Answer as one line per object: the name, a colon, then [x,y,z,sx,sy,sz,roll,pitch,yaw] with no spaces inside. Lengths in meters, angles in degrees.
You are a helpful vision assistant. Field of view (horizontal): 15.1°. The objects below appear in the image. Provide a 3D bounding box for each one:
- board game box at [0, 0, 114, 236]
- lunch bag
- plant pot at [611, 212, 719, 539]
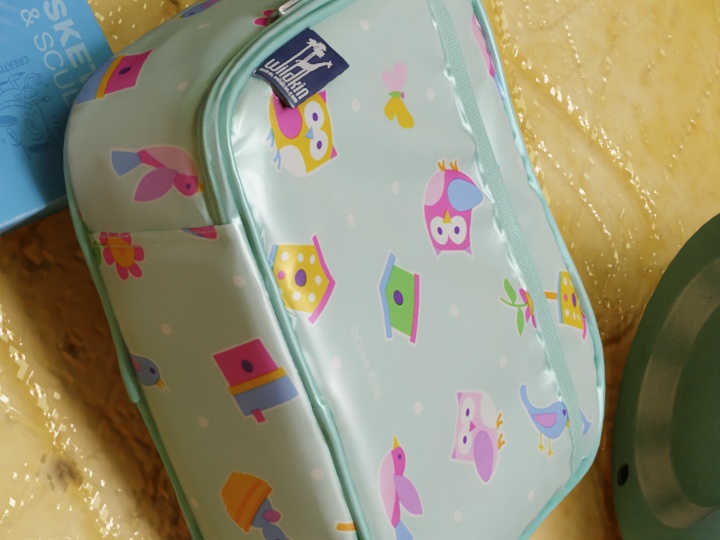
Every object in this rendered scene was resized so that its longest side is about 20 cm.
board game box: [-0.161,-0.093,0.783,0.153,0.040,0.201,-28,92,-45]
lunch bag: [0.000,0.000,0.833,0.160,0.077,0.201,-39,117,-46]
plant pot: [0.197,0.064,0.947,0.187,0.200,0.201,14,62,-20]
